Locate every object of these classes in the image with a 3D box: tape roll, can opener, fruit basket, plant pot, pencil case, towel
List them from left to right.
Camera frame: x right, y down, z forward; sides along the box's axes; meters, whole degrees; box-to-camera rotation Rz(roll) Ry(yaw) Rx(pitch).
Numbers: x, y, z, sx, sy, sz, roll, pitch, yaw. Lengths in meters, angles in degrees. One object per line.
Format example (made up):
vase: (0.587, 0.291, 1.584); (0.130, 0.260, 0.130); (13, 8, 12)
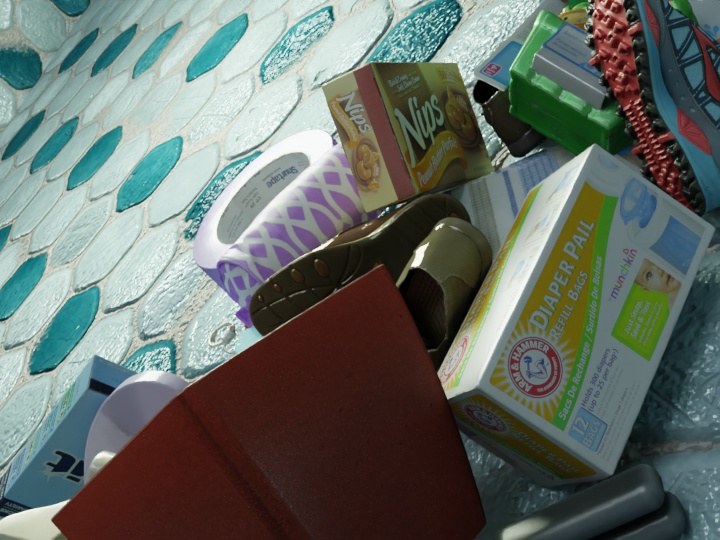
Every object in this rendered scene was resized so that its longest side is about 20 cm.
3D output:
tape roll: (-0.088, -0.059, 1.092); (0.199, 0.066, 0.201); (-31, 31, 21)
plant pot: (-0.039, 0.146, 0.646); (0.199, 0.177, 0.200); (-32, -8, -48)
pencil case: (-0.044, -0.041, 0.928); (0.200, 0.084, 0.086); (-44, -10, -26)
towel: (0.140, -0.045, 0.866); (0.198, 0.024, 0.148); (-21, 38, 13)
can opener: (0.113, 0.192, 0.643); (0.199, 0.053, 0.067); (-34, 23, 19)
fruit basket: (0.225, -0.192, 0.854); (0.185, 0.094, 0.200); (38, 79, 26)

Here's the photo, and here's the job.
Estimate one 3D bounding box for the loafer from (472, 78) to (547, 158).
loafer: (0.148, -0.172, 0.980); (0.073, 0.071, 0.200); (-40, 14, 12)

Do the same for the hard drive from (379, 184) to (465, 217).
hard drive: (0.033, -0.003, 0.934); (0.198, 0.038, 0.140); (-21, 35, 10)

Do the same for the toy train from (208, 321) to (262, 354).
toy train: (-0.065, 0.033, 1.068); (0.200, 0.056, 0.150); (-47, 28, -5)

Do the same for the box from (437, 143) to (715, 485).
box: (0.144, 0.034, 0.703); (0.201, 0.112, 0.101); (-61, 8, -21)

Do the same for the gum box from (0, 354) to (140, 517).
gum box: (-0.214, 0.182, 0.919); (0.200, 0.169, 0.045); (-48, 28, 30)

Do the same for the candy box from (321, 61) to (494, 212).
candy box: (0.050, -0.126, 0.918); (0.055, 0.117, 0.200); (-20, 1, 29)

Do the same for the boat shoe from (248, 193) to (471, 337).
boat shoe: (0.000, -0.001, 0.848); (0.199, 0.072, 0.068); (-28, 7, 1)

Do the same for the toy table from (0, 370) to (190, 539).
toy table: (-0.180, 0.195, 0.794); (0.182, 0.202, 0.117); (1, 23, 14)

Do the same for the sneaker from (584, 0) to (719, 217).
sneaker: (0.239, -0.146, 0.758); (0.095, 0.202, 0.079); (-26, 9, -15)

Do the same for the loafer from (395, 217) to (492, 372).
loafer: (0.042, 0.051, 0.791); (0.076, 0.202, 0.067); (31, 37, 28)
